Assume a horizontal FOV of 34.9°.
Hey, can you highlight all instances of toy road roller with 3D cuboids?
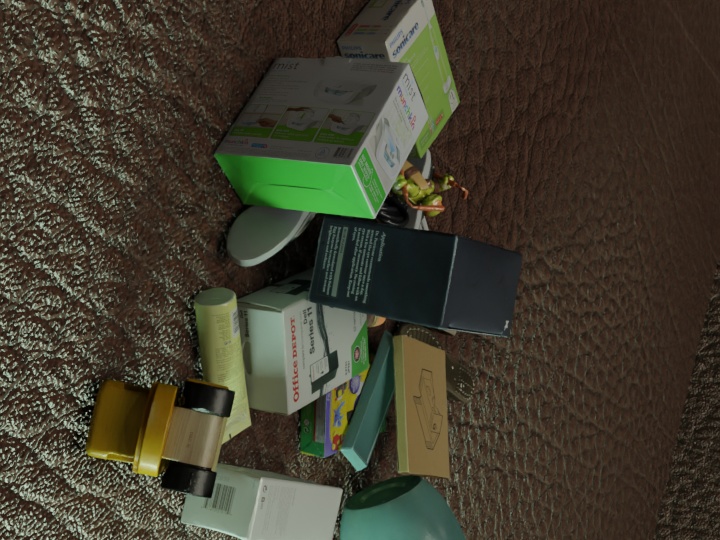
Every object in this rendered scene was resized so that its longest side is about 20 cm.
[{"bbox_3d":[-0.224,0.176,1.282,0.200,0.145,0.124,136,-32,-79],"label":"toy road roller"}]

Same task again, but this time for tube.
[{"bbox_3d":[-0.170,0.122,1.407,0.052,0.057,0.202,-116,-160,-64],"label":"tube"}]

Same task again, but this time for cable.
[{"bbox_3d":[-0.004,-0.137,1.539,0.201,0.051,0.163,57,18,1],"label":"cable"}]

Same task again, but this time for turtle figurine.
[{"bbox_3d":[0.061,-0.126,1.502,0.064,0.162,0.200,-44,168,25],"label":"turtle figurine"}]

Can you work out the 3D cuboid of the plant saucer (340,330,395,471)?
[{"bbox_3d":[0.023,0.190,1.676,0.070,0.019,0.201,56,48,-47],"label":"plant saucer"}]

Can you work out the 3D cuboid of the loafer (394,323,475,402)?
[{"bbox_3d":[0.109,0.158,1.861,0.200,0.068,0.076,44,49,-34],"label":"loafer"}]

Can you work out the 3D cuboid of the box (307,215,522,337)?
[{"bbox_3d":[0.074,0.009,1.469,0.196,0.199,0.119,11,90,-58],"label":"box"}]

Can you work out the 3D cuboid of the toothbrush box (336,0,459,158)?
[{"bbox_3d":[0.059,-0.286,1.661,0.146,0.085,0.201,-56,141,-36],"label":"toothbrush box"}]

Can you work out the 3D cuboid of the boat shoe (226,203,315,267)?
[{"bbox_3d":[-0.102,-0.065,1.462,0.201,0.071,0.066,-57,162,-36],"label":"boat shoe"}]

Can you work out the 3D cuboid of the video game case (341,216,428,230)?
[{"bbox_3d":[0.043,-0.060,1.745,0.182,0.023,0.201,-56,141,-38],"label":"video game case"}]

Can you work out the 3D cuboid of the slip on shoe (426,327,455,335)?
[{"bbox_3d":[0.111,0.060,1.831,0.200,0.076,0.061,25,81,-61],"label":"slip on shoe"}]

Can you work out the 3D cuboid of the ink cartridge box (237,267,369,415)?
[{"bbox_3d":[-0.076,0.089,1.517,0.200,0.082,0.148,-25,117,-54],"label":"ink cartridge box"}]

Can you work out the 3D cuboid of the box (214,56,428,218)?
[{"bbox_3d":[-0.046,-0.168,1.400,0.177,0.199,0.097,-63,144,-31],"label":"box"}]

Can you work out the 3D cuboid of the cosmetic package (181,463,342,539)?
[{"bbox_3d":[-0.122,0.298,1.459,0.200,0.112,0.082,27,73,-56],"label":"cosmetic package"}]

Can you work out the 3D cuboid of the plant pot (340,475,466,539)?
[{"bbox_3d":[0.058,0.404,1.713,0.200,0.199,0.162,-26,97,-55],"label":"plant pot"}]

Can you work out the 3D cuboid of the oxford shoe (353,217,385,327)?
[{"bbox_3d":[0.000,0.000,1.625,0.072,0.071,0.202,-19,122,-32],"label":"oxford shoe"}]

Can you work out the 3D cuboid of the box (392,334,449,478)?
[{"bbox_3d":[0.094,0.209,1.729,0.163,0.021,0.202,24,60,-60],"label":"box"}]

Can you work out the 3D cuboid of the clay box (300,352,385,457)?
[{"bbox_3d":[-0.015,0.192,1.676,0.199,0.047,0.116,-12,106,-57],"label":"clay box"}]

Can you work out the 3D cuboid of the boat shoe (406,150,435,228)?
[{"bbox_3d":[0.071,-0.092,1.699,0.057,0.068,0.202,46,56,-54],"label":"boat shoe"}]
